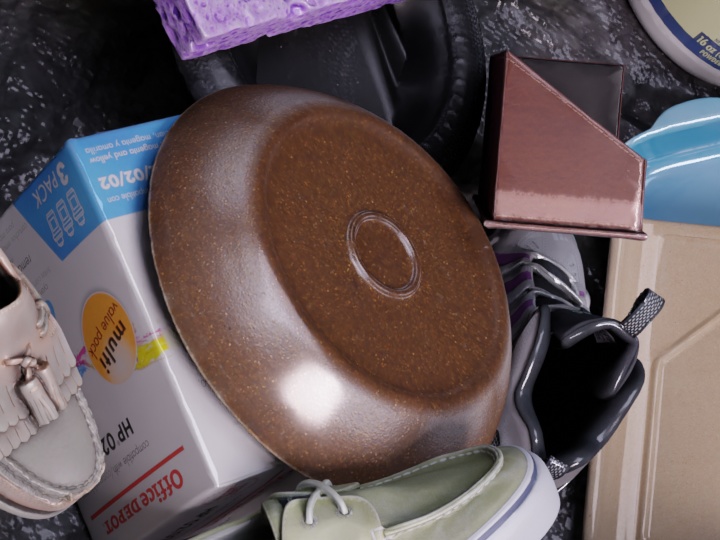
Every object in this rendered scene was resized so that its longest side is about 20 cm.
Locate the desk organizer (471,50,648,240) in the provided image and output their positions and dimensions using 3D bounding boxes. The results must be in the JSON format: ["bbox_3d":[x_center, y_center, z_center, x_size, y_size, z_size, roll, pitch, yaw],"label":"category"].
[{"bbox_3d":[0.094,-0.063,0.959,0.071,0.200,0.077,5,96,1],"label":"desk organizer"}]

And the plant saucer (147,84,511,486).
[{"bbox_3d":[0.000,0.000,0.859,0.200,0.037,0.201,27,46,-31],"label":"plant saucer"}]

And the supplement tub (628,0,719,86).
[{"bbox_3d":[0.259,-0.210,1.163,0.145,0.200,0.145,14,59,-26],"label":"supplement tub"}]

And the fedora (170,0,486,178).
[{"bbox_3d":[-0.032,-0.109,0.995,0.200,0.092,0.201,13,63,-27],"label":"fedora"}]

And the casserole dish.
[{"bbox_3d":[0.204,0.004,1.091,0.121,0.039,0.201,-12,72,2],"label":"casserole dish"}]

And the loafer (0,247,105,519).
[{"bbox_3d":[-0.161,0.011,0.774,0.200,0.063,0.072,54,44,-13],"label":"loafer"}]

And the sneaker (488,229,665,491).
[{"bbox_3d":[0.102,0.031,0.975,0.078,0.140,0.200,26,53,-17],"label":"sneaker"}]

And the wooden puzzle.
[{"bbox_3d":[0.219,0.072,1.035,0.199,0.037,0.186,7,77,1],"label":"wooden puzzle"}]

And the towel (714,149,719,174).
[{"bbox_3d":[0.281,-0.006,1.171,0.171,0.048,0.201,0,66,-33],"label":"towel"}]

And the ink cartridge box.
[{"bbox_3d":[-0.084,0.050,0.865,0.068,0.115,0.200,-16,76,-37],"label":"ink cartridge box"}]

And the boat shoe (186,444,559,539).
[{"bbox_3d":[-0.018,0.115,0.778,0.200,0.072,0.062,-28,113,-7],"label":"boat shoe"}]

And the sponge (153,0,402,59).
[{"bbox_3d":[-0.024,-0.174,0.950,0.200,0.030,0.112,-21,82,-37],"label":"sponge"}]
